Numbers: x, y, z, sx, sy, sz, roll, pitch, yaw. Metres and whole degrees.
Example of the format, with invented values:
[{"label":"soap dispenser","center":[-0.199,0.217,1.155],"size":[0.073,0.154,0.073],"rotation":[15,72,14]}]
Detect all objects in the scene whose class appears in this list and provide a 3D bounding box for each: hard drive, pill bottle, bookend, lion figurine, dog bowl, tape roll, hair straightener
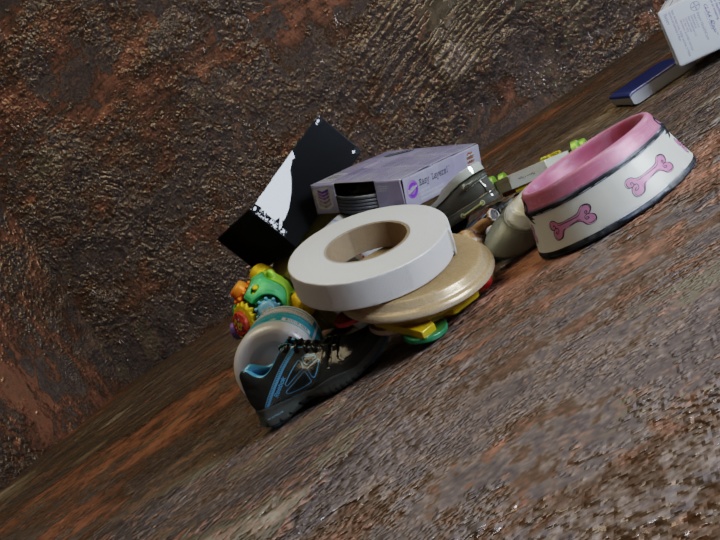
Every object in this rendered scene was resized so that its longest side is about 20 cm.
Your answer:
[{"label":"hard drive","center":[0.556,-0.364,1.797],"size":[0.131,0.025,0.200],"rotation":[-34,6,9]},{"label":"pill bottle","center":[-0.106,0.111,1.273],"size":[0.110,0.111,0.200],"rotation":[-34,5,5]},{"label":"bookend","center":[-0.118,-0.119,1.509],"size":[0.201,0.092,0.198],"rotation":[-57,12,-22]},{"label":"lion figurine","center":[0.185,-0.055,1.253],"size":[0.198,0.073,0.122],"rotation":[-22,-10,-28]},{"label":"dog bowl","center":[0.267,-0.100,1.045],"size":[0.199,0.074,0.200],"rotation":[-35,6,4]},{"label":"tape roll","center":[0.013,-0.019,1.107],"size":[0.200,0.037,0.203],"rotation":[-15,24,7]},{"label":"hair straightener","center":[0.200,-0.070,1.425],"size":[0.077,0.041,0.199],"rotation":[-23,7,45]}]

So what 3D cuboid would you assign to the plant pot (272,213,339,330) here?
[{"label":"plant pot","center":[-0.036,-0.009,1.540],"size":[0.200,0.196,0.194],"rotation":[-48,10,-20]}]

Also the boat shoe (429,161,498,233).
[{"label":"boat shoe","center":[0.125,-0.074,1.330],"size":[0.072,0.060,0.202],"rotation":[-31,-11,-38]}]

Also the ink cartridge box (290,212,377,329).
[{"label":"ink cartridge box","center":[0.000,0.000,1.315],"size":[0.085,0.144,0.200],"rotation":[-57,-1,16]}]

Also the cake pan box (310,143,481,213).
[{"label":"cake pan box","center":[0.052,-0.135,1.376],"size":[0.183,0.053,0.199],"rotation":[-2,19,43]}]

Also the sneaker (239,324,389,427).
[{"label":"sneaker","center":[-0.057,0.111,1.128],"size":[0.199,0.082,0.073],"rotation":[-33,4,10]}]

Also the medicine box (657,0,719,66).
[{"label":"medicine box","center":[0.626,-0.451,1.604],"size":[0.198,0.104,0.182],"rotation":[-22,11,28]}]

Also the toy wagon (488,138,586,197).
[{"label":"toy wagon","center":[0.292,-0.163,1.497],"size":[0.154,0.040,0.200],"rotation":[-22,1,25]}]

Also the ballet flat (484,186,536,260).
[{"label":"ballet flat","center":[0.228,-0.090,1.160],"size":[0.199,0.067,0.064],"rotation":[-35,-39,-19]}]

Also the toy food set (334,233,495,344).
[{"label":"toy food set","center":[0.062,0.016,1.103],"size":[0.197,0.049,0.199],"rotation":[-34,29,-32]}]

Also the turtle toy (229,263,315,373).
[{"label":"turtle toy","center":[-0.147,0.092,1.439],"size":[0.100,0.202,0.145],"rotation":[-16,31,-37]}]
